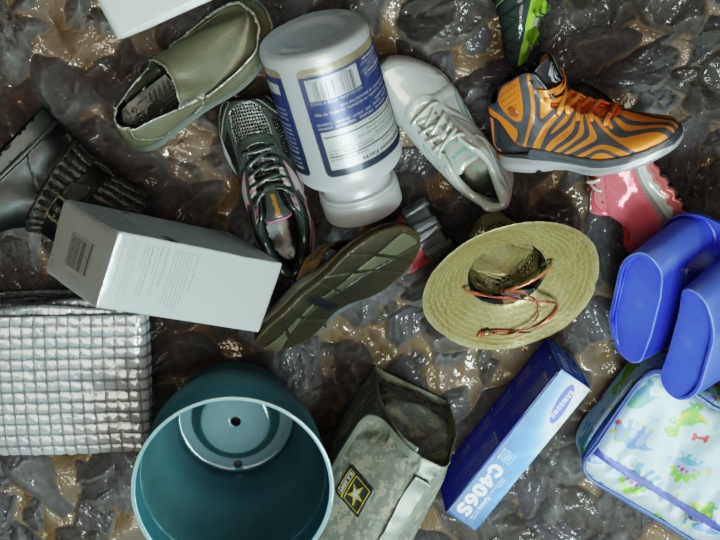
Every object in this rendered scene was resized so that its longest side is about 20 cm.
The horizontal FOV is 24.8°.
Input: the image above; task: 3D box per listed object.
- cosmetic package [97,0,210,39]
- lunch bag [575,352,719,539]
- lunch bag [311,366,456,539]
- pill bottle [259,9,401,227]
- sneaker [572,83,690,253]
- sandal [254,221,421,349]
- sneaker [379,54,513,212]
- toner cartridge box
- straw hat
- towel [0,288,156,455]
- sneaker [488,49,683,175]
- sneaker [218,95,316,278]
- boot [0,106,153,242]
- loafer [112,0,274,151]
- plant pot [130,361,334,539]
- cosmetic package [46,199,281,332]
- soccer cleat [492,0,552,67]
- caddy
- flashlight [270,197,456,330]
[{"bbox_3d":[-0.192,-0.350,1.529,0.166,0.167,0.200,-24,108,4],"label":"cosmetic package"},{"bbox_3d":[0.345,0.198,1.784,0.200,0.082,0.161,33,106,-12],"label":"lunch bag"},{"bbox_3d":[0.021,0.220,1.709,0.117,0.200,0.164,26,106,-11],"label":"lunch bag"},{"bbox_3d":[-0.022,-0.148,1.626,0.111,0.111,0.200,-16,120,2],"label":"pill bottle"},{"bbox_3d":[0.262,-0.099,1.686,0.087,0.074,0.200,-34,107,9],"label":"sneaker"},{"bbox_3d":[-0.030,0.008,1.657,0.200,0.055,0.082,-39,141,21],"label":"sandal"},{"bbox_3d":[0.089,-0.139,1.660,0.070,0.080,0.200,-42,104,12],"label":"sneaker"},{"bbox_3d":[0.162,0.175,1.757,0.043,0.095,0.200,34,104,-14],"label":"toner cartridge box"},{"bbox_3d":[0.146,-0.011,1.698,0.201,0.085,0.201,-8,140,-7],"label":"straw hat"},{"bbox_3d":[-0.313,0.102,1.715,0.200,0.086,0.166,-3,106,-1],"label":"towel"},{"bbox_3d":[0.210,-0.156,1.598,0.200,0.078,0.112,-2,120,30],"label":"sneaker"},{"bbox_3d":[-0.086,-0.083,1.664,0.080,0.086,0.200,-21,107,2],"label":"sneaker"},{"bbox_3d":[-0.331,-0.044,1.666,0.211,0.079,0.158,-44,105,10],"label":"boot"},{"bbox_3d":[-0.168,-0.192,1.622,0.200,0.070,0.075,-43,80,11],"label":"loafer"},{"bbox_3d":[-0.131,0.189,1.696,0.200,0.188,0.200,-1,107,-3],"label":"plant pot"},{"bbox_3d":[-0.193,-0.003,1.617,0.200,0.113,0.081,9,103,-42],"label":"cosmetic package"},{"bbox_3d":[0.149,-0.302,1.624,0.081,0.068,0.200,10,113,19],"label":"soccer cleat"},{"bbox_3d":[0.340,0.034,1.669,0.105,0.141,0.200,-32,147,-28],"label":"caddy"},{"bbox_3d":[0.000,0.000,1.706,0.200,0.068,0.068,-30,90,7],"label":"flashlight"}]
